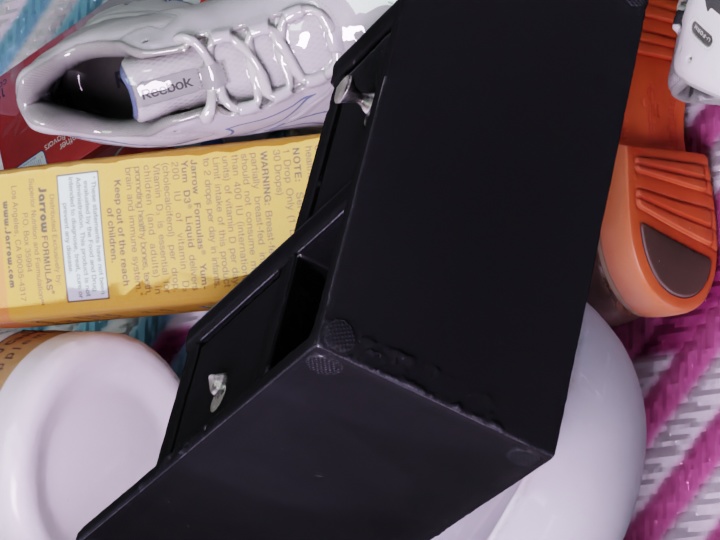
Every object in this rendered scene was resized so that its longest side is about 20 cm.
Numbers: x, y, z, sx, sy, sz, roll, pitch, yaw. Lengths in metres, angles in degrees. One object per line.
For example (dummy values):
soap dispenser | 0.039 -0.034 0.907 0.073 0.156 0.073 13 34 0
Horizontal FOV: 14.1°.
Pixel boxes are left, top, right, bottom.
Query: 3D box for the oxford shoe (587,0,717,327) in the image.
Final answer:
oxford shoe | 0.085 -0.077 1.111 0.073 0.071 0.201 -15 69 42

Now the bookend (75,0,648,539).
bookend | 0.000 0.000 1.049 0.199 0.092 0.200 -40 29 53

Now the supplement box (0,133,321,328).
supplement box | -0.061 -0.016 1.178 0.199 0.067 0.069 -8 87 22

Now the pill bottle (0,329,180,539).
pill bottle | -0.176 0.082 1.259 0.200 0.114 0.115 -1 78 40

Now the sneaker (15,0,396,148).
sneaker | -0.044 -0.078 1.135 0.200 0.087 0.075 -12 98 26

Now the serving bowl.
serving bowl | 0.042 0.105 1.061 0.200 0.066 0.200 -51 14 17

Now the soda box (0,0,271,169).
soda box | -0.064 -0.092 1.240 0.200 0.070 0.064 -31 61 31

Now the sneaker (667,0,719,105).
sneaker | 0.140 -0.108 1.068 0.088 0.074 0.200 -33 59 27
